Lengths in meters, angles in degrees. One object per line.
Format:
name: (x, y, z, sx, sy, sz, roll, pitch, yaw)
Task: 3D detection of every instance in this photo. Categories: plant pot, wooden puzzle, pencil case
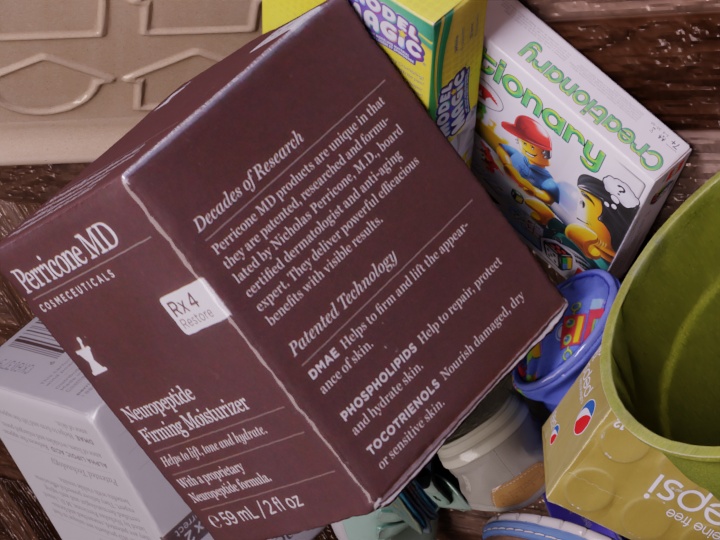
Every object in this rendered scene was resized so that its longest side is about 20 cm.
plant pot: (0.240, 0.062, 1.016, 0.200, 0.201, 0.193, 4, 142, 54)
wooden puzzle: (-0.132, -0.137, 1.279, 0.200, 0.185, 0.046, 102, 162, -54)
pencil case: (0.158, 0.091, 1.232, 0.087, 0.078, 0.200, -31, 115, 28)

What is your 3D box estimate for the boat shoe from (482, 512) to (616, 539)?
boat shoe: (0.136, 0.177, 1.153, 0.200, 0.073, 0.072, 17, 167, 36)

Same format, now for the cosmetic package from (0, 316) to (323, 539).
cosmetic package: (-0.134, 0.113, 1.636, 0.165, 0.165, 0.200, 10, 136, 50)

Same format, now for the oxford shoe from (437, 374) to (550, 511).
oxford shoe: (0.077, 0.093, 1.291, 0.058, 0.075, 0.200, 53, -174, -3)

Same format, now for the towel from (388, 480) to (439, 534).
towel: (-0.036, 0.070, 1.443, 0.200, 0.022, 0.147, 34, 160, 50)

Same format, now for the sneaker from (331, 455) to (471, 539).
sneaker: (0.039, 0.151, 1.525, 0.118, 0.074, 0.201, 33, 147, 40)

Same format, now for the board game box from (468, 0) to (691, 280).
board game box: (0.071, -0.086, 1.215, 0.200, 0.035, 0.126, 41, 152, 13)

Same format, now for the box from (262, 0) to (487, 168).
box: (0.005, -0.113, 1.189, 0.117, 0.048, 0.200, 35, 147, 23)

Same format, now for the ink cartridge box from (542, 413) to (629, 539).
ink cartridge box: (0.149, 0.171, 1.330, 0.200, 0.043, 0.198, 56, -175, -14)

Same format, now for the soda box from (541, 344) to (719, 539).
soda box: (0.190, 0.113, 1.161, 0.200, 0.064, 0.068, 27, 118, -12)

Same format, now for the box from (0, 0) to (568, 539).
box: (-0.041, 0.005, 1.171, 0.200, 0.164, 0.166, 52, 148, -10)
